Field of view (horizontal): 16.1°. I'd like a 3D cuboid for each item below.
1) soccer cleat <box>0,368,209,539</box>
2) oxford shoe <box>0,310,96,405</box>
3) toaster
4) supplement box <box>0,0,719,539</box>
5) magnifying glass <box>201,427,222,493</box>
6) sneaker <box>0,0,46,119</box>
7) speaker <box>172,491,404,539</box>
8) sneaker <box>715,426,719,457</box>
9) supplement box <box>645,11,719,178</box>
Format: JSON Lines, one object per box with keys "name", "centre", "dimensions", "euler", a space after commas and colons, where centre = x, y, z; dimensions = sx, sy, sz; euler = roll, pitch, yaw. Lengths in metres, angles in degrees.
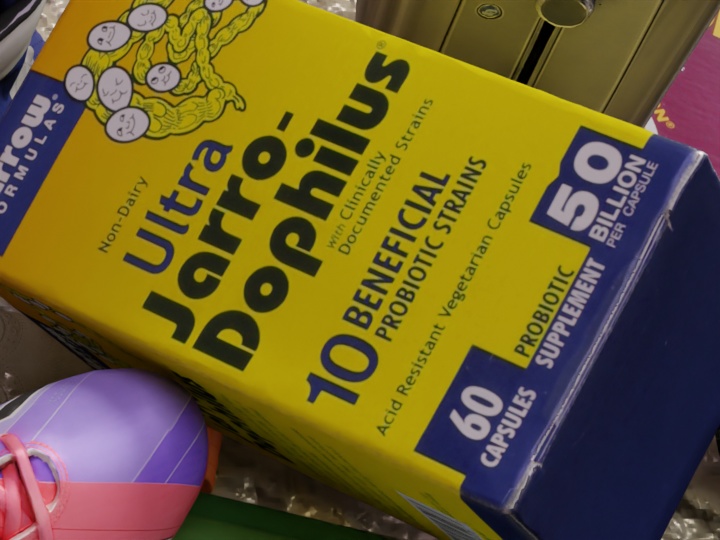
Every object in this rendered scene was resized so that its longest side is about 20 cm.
{"name": "soccer cleat", "centre": [-0.130, 0.079, 0.665], "dimensions": [0.200, 0.076, 0.067], "euler": [-25, 70, -11]}
{"name": "oxford shoe", "centre": [-0.165, 0.032, 0.783], "dimensions": [0.200, 0.074, 0.071], "euler": [-1, 56, -20]}
{"name": "toaster", "centre": [0.062, -0.131, 0.818], "dimensions": [0.114, 0.129, 0.200], "euler": [14, 52, -8]}
{"name": "supplement box", "centre": [0.000, 0.000, 0.724], "dimensions": [0.200, 0.110, 0.109], "euler": [23, 78, 29]}
{"name": "magnifying glass", "centre": [-0.050, -0.008, 0.891], "dimensions": [0.080, 0.022, 0.200], "euler": [15, 50, -9]}
{"name": "sneaker", "centre": [-0.129, -0.070, 0.806], "dimensions": [0.081, 0.115, 0.199], "euler": [28, 21, 0]}
{"name": "speaker", "centre": [-0.062, 0.105, 0.742], "dimensions": [0.200, 0.088, 0.089], "euler": [13, 51, 5]}
{"name": "sneaker", "centre": [0.190, 0.000, 0.801], "dimensions": [0.199, 0.076, 0.114], "euler": [-27, 88, -11]}
{"name": "supplement box", "centre": [0.065, -0.040, 0.900], "dimensions": [0.131, 0.103, 0.200], "euler": [21, 50, -2]}
